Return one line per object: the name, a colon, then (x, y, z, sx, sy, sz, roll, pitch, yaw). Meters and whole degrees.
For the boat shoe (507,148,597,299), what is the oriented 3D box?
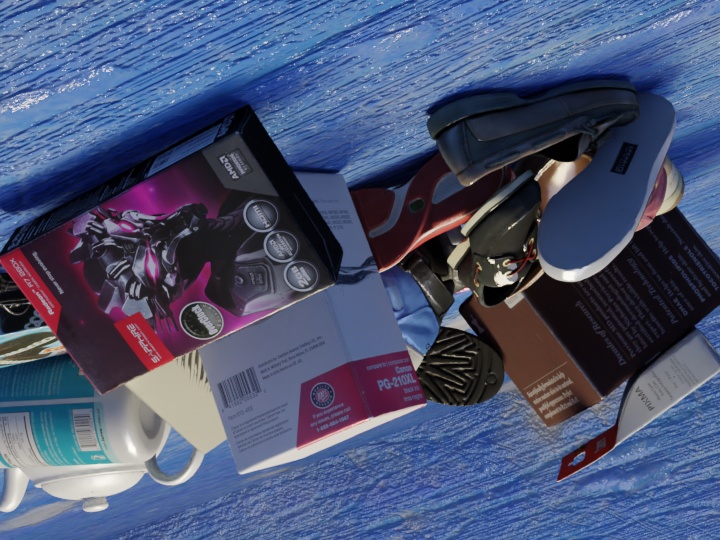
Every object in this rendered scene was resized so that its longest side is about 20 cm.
boat shoe: (0.161, -0.044, 1.228, 0.075, 0.072, 0.200, 11, 142, -10)

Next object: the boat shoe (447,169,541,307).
boat shoe: (0.120, -0.025, 1.129, 0.074, 0.063, 0.201, -36, 168, -14)

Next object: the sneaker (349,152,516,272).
sneaker: (0.047, -0.039, 1.181, 0.199, 0.079, 0.115, -22, 166, 20)

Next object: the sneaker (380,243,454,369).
sneaker: (0.000, 0.000, 1.247, 0.111, 0.200, 0.077, -58, -158, -5)

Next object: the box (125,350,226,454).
box: (-0.161, 0.076, 1.164, 0.068, 0.082, 0.200, -35, 149, -1)

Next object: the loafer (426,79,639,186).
loafer: (0.140, -0.103, 1.062, 0.199, 0.063, 0.072, -10, 165, -32)

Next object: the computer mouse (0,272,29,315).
computer mouse: (-0.202, -0.016, 1.004, 0.199, 0.044, 0.110, -16, 164, 16)

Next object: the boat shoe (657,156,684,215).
boat shoe: (0.201, -0.070, 1.299, 0.199, 0.072, 0.065, -14, 149, 24)

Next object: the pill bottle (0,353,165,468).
pill bottle: (-0.289, 0.127, 1.281, 0.199, 0.111, 0.111, -3, 170, 11)

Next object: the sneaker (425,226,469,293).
sneaker: (0.049, 0.005, 1.356, 0.095, 0.079, 0.200, -19, 168, -20)

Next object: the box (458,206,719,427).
box: (0.242, 0.028, 1.425, 0.200, 0.164, 0.166, -36, 174, -19)

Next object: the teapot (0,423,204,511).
teapot: (-0.277, 0.174, 1.422, 0.196, 0.147, 0.200, -5, 168, -22)

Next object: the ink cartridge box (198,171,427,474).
ink cartridge box: (-0.055, 0.040, 1.085, 0.144, 0.201, 0.084, -27, 168, 34)

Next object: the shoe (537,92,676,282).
shoe: (0.205, -0.048, 1.126, 0.071, 0.200, 0.091, 19, 147, 23)

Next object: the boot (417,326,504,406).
boot: (0.056, 0.081, 1.510, 0.210, 0.080, 0.158, 13, -171, 5)

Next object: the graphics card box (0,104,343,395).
graphics card box: (-0.126, -0.010, 0.918, 0.199, 0.126, 0.051, -25, -158, 17)

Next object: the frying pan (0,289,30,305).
frying pan: (-0.159, 0.006, 0.985, 0.189, 0.031, 0.115, -7, 164, -29)

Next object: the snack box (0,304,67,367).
snack box: (-0.234, 0.039, 1.200, 0.199, 0.037, 0.116, -12, 167, -29)

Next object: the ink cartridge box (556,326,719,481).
ink cartridge box: (0.273, 0.131, 1.401, 0.200, 0.047, 0.160, -36, 175, 9)
